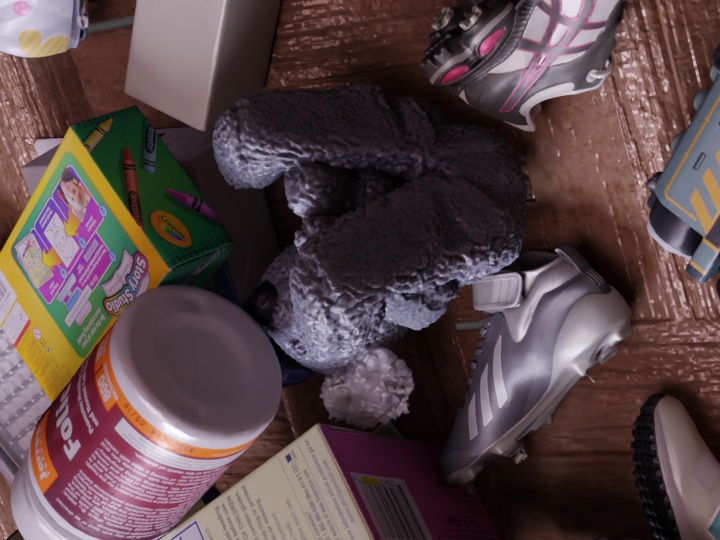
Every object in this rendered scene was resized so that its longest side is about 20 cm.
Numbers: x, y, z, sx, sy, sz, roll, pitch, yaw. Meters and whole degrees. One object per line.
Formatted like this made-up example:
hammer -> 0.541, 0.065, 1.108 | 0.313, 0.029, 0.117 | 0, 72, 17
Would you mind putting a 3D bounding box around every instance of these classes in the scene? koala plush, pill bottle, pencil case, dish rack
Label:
koala plush -> 0.000, 0.000, 1.063 | 0.177, 0.184, 0.200 | 62, 150, 29
pill bottle -> -0.144, 0.107, 1.073 | 0.114, 0.114, 0.200 | 44, 131, 3
pencil case -> -0.213, -0.239, 1.100 | 0.091, 0.083, 0.200 | 29, 128, 17
dish rack -> -0.270, 0.084, 1.348 | 0.200, 0.044, 0.172 | 52, 130, -1

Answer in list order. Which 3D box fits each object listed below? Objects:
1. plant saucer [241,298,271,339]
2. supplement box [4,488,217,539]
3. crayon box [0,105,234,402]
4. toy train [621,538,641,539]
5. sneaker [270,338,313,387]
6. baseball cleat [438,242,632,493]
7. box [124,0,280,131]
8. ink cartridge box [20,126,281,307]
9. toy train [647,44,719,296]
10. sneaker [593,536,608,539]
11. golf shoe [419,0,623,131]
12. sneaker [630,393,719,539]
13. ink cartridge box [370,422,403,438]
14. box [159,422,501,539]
plant saucer -> -0.138, 0.043, 1.203 | 0.200, 0.070, 0.019 | 9, 146, 45
supplement box -> -0.223, 0.265, 1.325 | 0.200, 0.200, 0.134 | -30, 98, 41
crayon box -> -0.175, -0.001, 1.120 | 0.119, 0.058, 0.200 | 54, 136, 13
toy train -> 0.118, 0.232, 1.037 | 0.200, 0.085, 0.114 | -6, 91, 13
sneaker -> -0.107, 0.073, 1.235 | 0.200, 0.075, 0.078 | -6, 128, 39
baseball cleat -> 0.098, 0.058, 1.100 | 0.106, 0.070, 0.200 | 51, 128, 15
box -> -0.090, -0.196, 1.050 | 0.068, 0.082, 0.200 | 27, 127, 16
ink cartridge box -> -0.164, -0.036, 1.198 | 0.200, 0.068, 0.116 | 0, 115, 33
toy train -> 0.232, -0.068, 0.915 | 0.114, 0.085, 0.200 | 41, 133, 21
sneaker -> 0.203, 0.289, 1.152 | 0.121, 0.084, 0.200 | 20, 125, 33
golf shoe -> 0.125, -0.156, 0.955 | 0.088, 0.077, 0.200 | 37, 136, -18
sneaker -> 0.242, 0.168, 1.071 | 0.093, 0.070, 0.200 | -17, 86, -6
ink cartridge box -> -0.001, 0.215, 1.259 | 0.200, 0.048, 0.146 | -41, 92, 19
box -> -0.034, 0.204, 1.135 | 0.200, 0.176, 0.097 | -37, 63, 21
